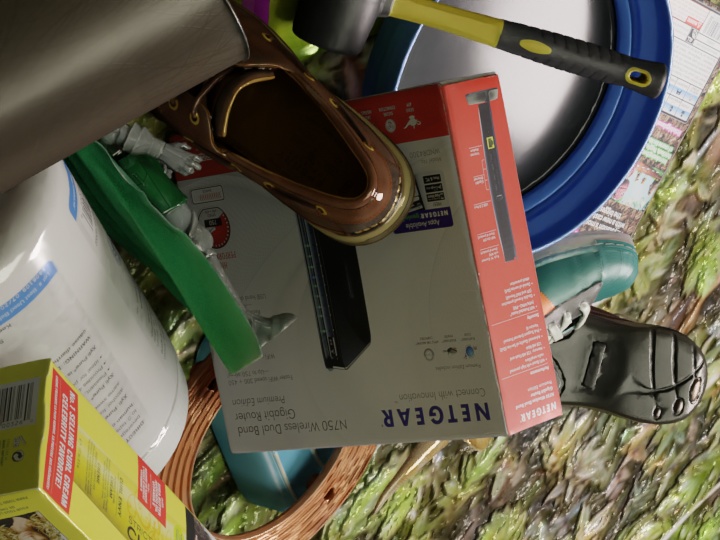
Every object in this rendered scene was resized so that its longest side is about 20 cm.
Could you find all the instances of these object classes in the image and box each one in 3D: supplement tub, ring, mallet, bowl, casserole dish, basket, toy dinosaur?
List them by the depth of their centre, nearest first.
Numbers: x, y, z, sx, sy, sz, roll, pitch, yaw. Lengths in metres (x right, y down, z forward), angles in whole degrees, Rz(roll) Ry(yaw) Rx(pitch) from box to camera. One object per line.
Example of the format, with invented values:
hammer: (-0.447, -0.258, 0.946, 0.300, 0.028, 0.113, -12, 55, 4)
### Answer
basket: (-0.181, -0.101, 1.082, 0.200, 0.180, 0.136, -39, 159, -10)
supplement tub: (-0.175, 0.024, 1.199, 0.132, 0.132, 0.200, -45, 143, -17)
mallet: (0.067, -0.133, 1.251, 0.199, 0.041, 0.066, 8, 107, -12)
bowl: (0.086, -0.104, 1.347, 0.200, 0.039, 0.201, -19, 124, -30)
ring: (-0.055, 0.097, 1.434, 0.200, 0.019, 0.201, -30, 138, -32)
casserole dish: (-0.033, 0.074, 1.492, 0.121, 0.039, 0.200, -42, 141, -22)
toy dinosaur: (0.065, 0.073, 1.555, 0.200, 0.058, 0.101, -43, 126, -54)

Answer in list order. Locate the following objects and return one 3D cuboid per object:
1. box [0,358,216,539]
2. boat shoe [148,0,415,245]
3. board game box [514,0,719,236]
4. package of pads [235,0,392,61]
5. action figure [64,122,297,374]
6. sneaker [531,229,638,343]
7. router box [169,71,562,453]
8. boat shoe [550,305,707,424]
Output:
box: (-0.126, 0.125, 1.169, 0.200, 0.050, 0.075, 55, 28, -48)
boat shoe: (-0.060, -0.088, 1.193, 0.072, 0.200, 0.068, -53, 170, 1)
board game box: (0.118, -0.101, 1.488, 0.159, 0.097, 0.200, 17, 103, -54)
package of pads: (0.008, -0.203, 1.301, 0.200, 0.068, 0.155, -25, 133, -37)
action figure: (-0.111, -0.041, 1.208, 0.055, 0.200, 0.118, -39, -174, -15)
sneaker: (0.077, 0.040, 1.410, 0.200, 0.080, 0.071, -19, 162, -13)
router box: (0.000, 0.000, 1.278, 0.049, 0.200, 0.180, -15, 95, -48)
boat shoe: (0.114, 0.047, 1.510, 0.200, 0.074, 0.076, 19, 95, -14)
